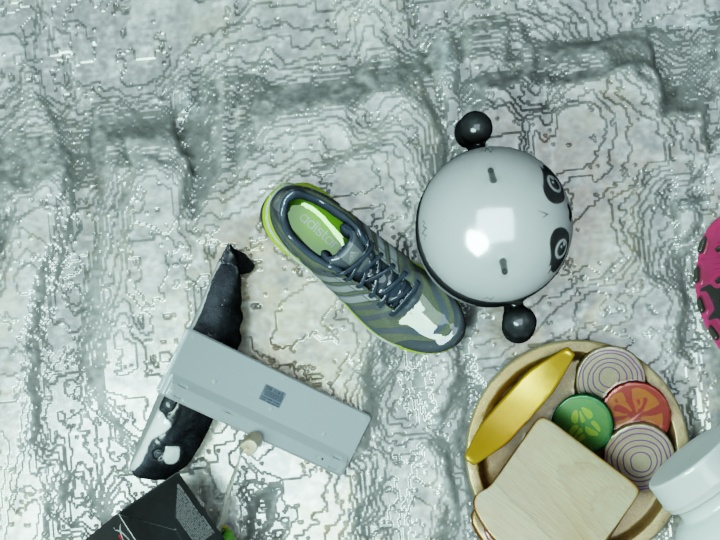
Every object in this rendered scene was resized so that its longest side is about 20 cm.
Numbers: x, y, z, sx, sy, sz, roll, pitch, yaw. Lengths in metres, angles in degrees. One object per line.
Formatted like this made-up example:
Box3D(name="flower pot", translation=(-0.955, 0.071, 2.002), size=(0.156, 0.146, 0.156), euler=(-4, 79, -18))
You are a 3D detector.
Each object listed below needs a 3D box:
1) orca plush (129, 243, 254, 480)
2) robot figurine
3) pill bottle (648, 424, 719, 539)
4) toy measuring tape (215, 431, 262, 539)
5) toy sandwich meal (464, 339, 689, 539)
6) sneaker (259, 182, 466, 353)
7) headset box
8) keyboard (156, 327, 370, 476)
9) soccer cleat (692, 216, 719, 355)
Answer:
Box3D(name="orca plush", translation=(-0.117, 0.084, 1.735), size=(0.071, 0.105, 0.201), euler=(24, 67, -9))
Box3D(name="robot figurine", translation=(0.106, -0.033, 1.674), size=(0.150, 0.200, 0.125), euler=(38, 88, 3))
Box3D(name="pill bottle", translation=(0.321, 0.224, 1.695), size=(0.113, 0.113, 0.200), euler=(-37, 93, 0))
Box3D(name="toy measuring tape", translation=(-0.092, 0.230, 1.718), size=(0.073, 0.074, 0.201), euler=(20, 108, 2))
Box3D(name="toy sandwich meal", translation=(0.172, 0.155, 1.730), size=(0.203, 0.070, 0.207), euler=(0, 88, 1))
Box3D(name="sneaker", translation=(0.000, 0.000, 1.734), size=(0.199, 0.081, 0.074), euler=(35, 89, 2))
Box3D(name="headset box", translation=(-0.173, 0.272, 1.687), size=(0.149, 0.077, 0.200), euler=(55, 134, 3))
Box3D(name="keyboard", translation=(-0.075, 0.107, 1.710), size=(0.199, 0.011, 0.057), euler=(28, 82, -36))
Box3D(name="soccer cleat", translation=(0.326, 0.053, 1.740), size=(0.070, 0.086, 0.201), euler=(-24, 65, 35))
